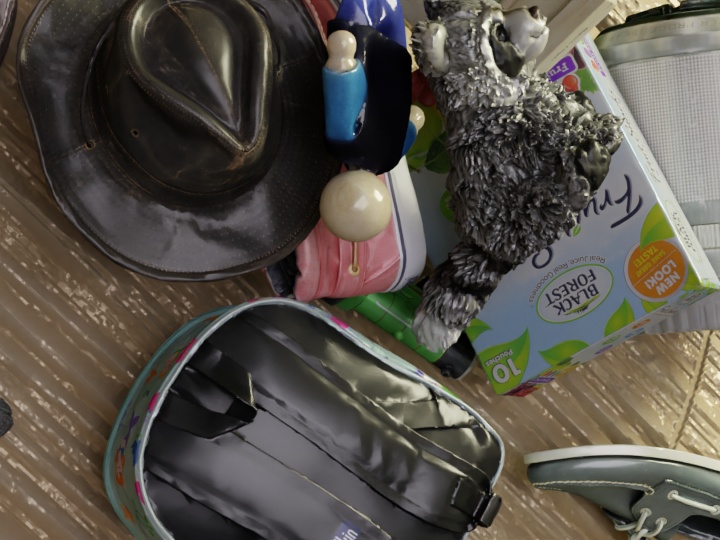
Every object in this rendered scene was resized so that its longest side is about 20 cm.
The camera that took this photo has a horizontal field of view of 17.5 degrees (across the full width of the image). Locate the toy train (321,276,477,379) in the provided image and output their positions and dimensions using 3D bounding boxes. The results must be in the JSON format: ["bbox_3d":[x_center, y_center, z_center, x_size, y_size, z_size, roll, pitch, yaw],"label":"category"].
[{"bbox_3d":[0.000,0.000,1.417,0.200,0.042,0.056,35,51,-16],"label":"toy train"}]

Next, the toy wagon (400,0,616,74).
[{"bbox_3d":[0.062,-0.207,1.372,0.155,0.040,0.200,-44,72,13],"label":"toy wagon"}]

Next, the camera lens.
[{"bbox_3d":[0.224,-0.064,1.454,0.160,0.160,0.200,-4,88,-22],"label":"camera lens"}]

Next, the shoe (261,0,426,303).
[{"bbox_3d":[-0.031,-0.079,1.361,0.091,0.071,0.200,-11,84,-35],"label":"shoe"}]

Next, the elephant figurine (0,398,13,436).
[{"bbox_3d":[-0.281,0.055,1.245,0.200,0.155,0.142,7,118,-9],"label":"elephant figurine"}]

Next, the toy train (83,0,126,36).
[{"bbox_3d":[-0.119,-0.135,1.364,0.114,0.087,0.200,6,84,-26],"label":"toy train"}]

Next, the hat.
[{"bbox_3d":[-0.086,-0.098,1.269,0.201,0.081,0.201,5,75,-19],"label":"hat"}]

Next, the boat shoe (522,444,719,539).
[{"bbox_3d":[0.192,0.146,1.475,0.200,0.073,0.062,10,79,-26],"label":"boat shoe"}]

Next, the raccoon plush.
[{"bbox_3d":[0.051,-0.058,1.304,0.134,0.097,0.200,33,99,-12],"label":"raccoon plush"}]

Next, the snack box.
[{"bbox_3d":[0.104,-0.045,1.392,0.142,0.053,0.200,-30,76,19],"label":"snack box"}]

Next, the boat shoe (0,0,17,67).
[{"bbox_3d":[-0.255,-0.096,1.318,0.072,0.060,0.200,40,73,-14],"label":"boat shoe"}]

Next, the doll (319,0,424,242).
[{"bbox_3d":[0.005,-0.110,1.300,0.048,0.136,0.200,-5,68,18],"label":"doll"}]

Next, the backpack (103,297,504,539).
[{"bbox_3d":[-0.042,0.113,1.339,0.200,0.151,0.178,35,76,-20],"label":"backpack"}]
